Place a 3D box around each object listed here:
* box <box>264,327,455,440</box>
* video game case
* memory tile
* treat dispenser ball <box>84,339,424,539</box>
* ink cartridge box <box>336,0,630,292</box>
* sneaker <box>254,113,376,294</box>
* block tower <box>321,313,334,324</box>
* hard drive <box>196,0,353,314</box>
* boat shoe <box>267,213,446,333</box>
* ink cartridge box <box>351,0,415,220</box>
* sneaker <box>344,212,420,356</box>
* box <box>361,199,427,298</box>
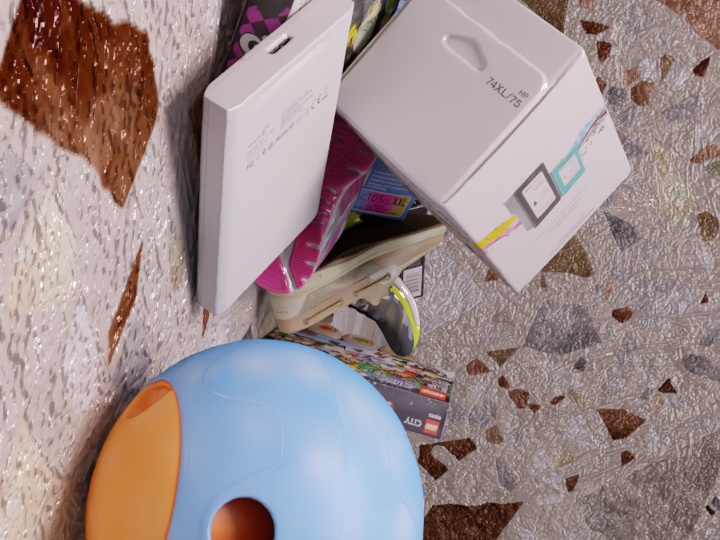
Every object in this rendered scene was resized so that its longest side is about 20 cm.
[{"bbox_3d":[-0.004,0.109,0.974,0.137,0.196,0.038,-38,143,-80],"label":"box"},{"bbox_3d":[-0.018,-0.196,0.680,0.183,0.035,0.200,-64,167,22],"label":"video game case"},{"bbox_3d":[-0.011,0.108,1.131,0.200,0.151,0.017,-58,166,-76],"label":"memory tile"},{"bbox_3d":[-0.060,0.143,0.565,0.201,0.197,0.205,13,90,-83],"label":"treat dispenser ball"},{"bbox_3d":[0.099,-0.108,0.759,0.146,0.147,0.200,-46,149,3],"label":"ink cartridge box"},{"bbox_3d":[-0.040,-0.075,0.846,0.202,0.080,0.088,-61,179,-4],"label":"sneaker"},{"bbox_3d":[-0.034,-0.048,1.063,0.058,0.053,0.204,-32,135,-80],"label":"block tower"},{"bbox_3d":[-0.061,-0.074,0.651,0.132,0.026,0.201,-49,164,-35],"label":"hard drive"},{"bbox_3d":[0.000,0.000,0.936,0.072,0.198,0.066,25,-47,55],"label":"boat shoe"},{"bbox_3d":[0.034,-0.169,0.912,0.201,0.075,0.138,117,-32,-42],"label":"ink cartridge box"},{"bbox_3d":[-0.010,0.015,1.004,0.081,0.201,0.074,-41,-163,-21],"label":"sneaker"},{"bbox_3d":[0.026,-0.085,1.125,0.144,0.035,0.202,89,-17,-46],"label":"box"}]
